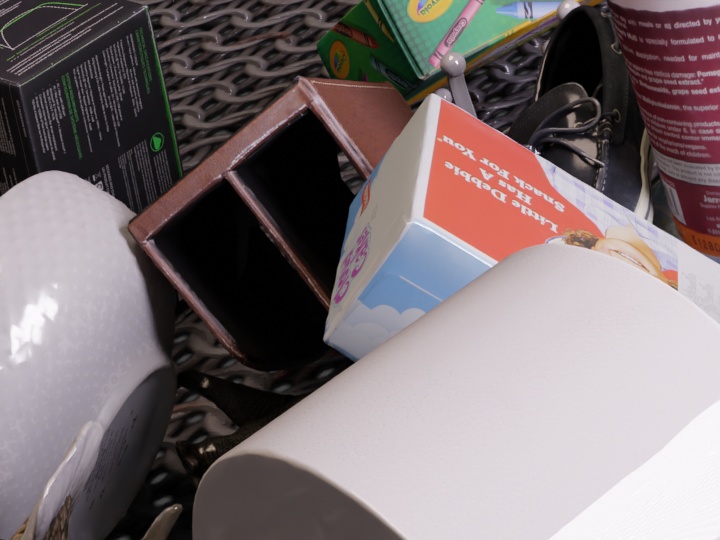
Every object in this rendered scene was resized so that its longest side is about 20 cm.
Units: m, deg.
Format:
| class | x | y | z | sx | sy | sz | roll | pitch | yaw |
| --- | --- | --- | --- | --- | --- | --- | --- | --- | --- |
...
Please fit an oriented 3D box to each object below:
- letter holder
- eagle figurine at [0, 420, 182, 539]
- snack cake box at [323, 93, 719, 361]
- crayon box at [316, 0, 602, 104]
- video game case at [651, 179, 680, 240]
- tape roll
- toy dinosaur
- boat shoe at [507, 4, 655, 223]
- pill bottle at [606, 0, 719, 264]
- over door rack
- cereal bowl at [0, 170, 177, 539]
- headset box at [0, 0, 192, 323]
| class | x | y | z | sx | sy | sz | roll | pitch | yaw |
| --- | --- | --- | --- | --- | --- | --- | --- | --- | --- |
| letter holder | 0.000 | 0.000 | 1.290 | 0.100 | 0.142 | 0.200 | -39 | -4 | 11 |
| eagle figurine | -0.157 | 0.162 | 1.114 | 0.199 | 0.152 | 0.151 | -11 | 47 | 6 |
| snack cake box | 0.089 | 0.027 | 1.127 | 0.067 | 0.199 | 0.115 | -54 | 12 | 28 |
| crayon box | 0.084 | -0.158 | 1.593 | 0.199 | 0.058 | 0.119 | -29 | -1 | -19 |
| video game case | 0.208 | -0.009 | 1.285 | 0.199 | 0.046 | 0.181 | 3 | 33 | 39 |
| tape roll | 0.058 | 0.111 | 0.972 | 0.139 | 0.204 | 0.202 | -34 | 29 | -27 |
| toy dinosaur | -0.013 | 0.085 | 1.245 | 0.102 | 0.077 | 0.200 | -19 | 16 | -29 |
| boat shoe | 0.094 | -0.046 | 1.281 | 0.075 | 0.062 | 0.200 | -36 | 23 | 39 |
| pill bottle | 0.163 | -0.107 | 1.222 | 0.109 | 0.201 | 0.110 | -16 | 26 | 8 |
| over door rack | 0.122 | -0.105 | 1.460 | 0.147 | 0.067 | 0.200 | -24 | 11 | -8 |
| cereal bowl | -0.137 | 0.064 | 1.243 | 0.083 | 0.201 | 0.200 | 26 | 42 | 13 |
| headset box | -0.193 | -0.060 | 1.476 | 0.199 | 0.175 | 0.093 | 18 | 40 | 38 |
